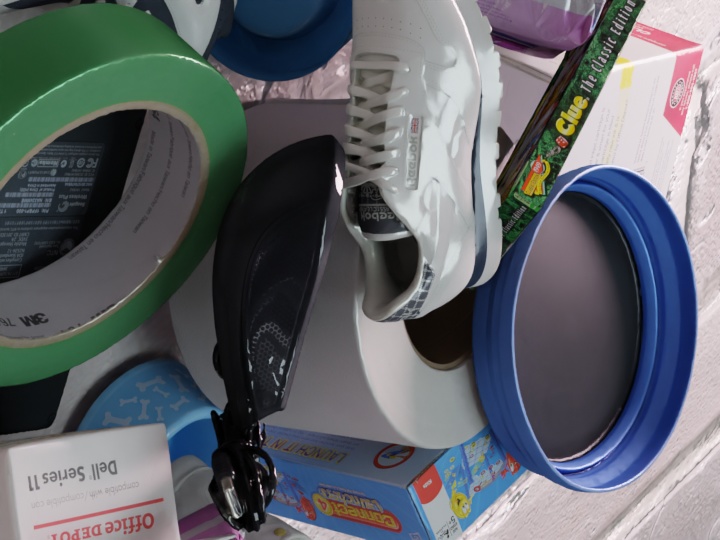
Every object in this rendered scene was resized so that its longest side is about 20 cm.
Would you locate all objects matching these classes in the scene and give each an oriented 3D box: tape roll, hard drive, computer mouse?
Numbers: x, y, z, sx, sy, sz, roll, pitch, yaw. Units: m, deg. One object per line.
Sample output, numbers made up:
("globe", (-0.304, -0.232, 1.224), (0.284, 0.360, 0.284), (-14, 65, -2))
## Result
("tape roll", (-0.148, -0.034, 0.946), (0.200, 0.048, 0.201), (-34, 149, -24))
("tape roll", (0.000, 0.000, 1.150), (0.202, 0.139, 0.203), (-8, 100, -54))
("hard drive", (-0.193, -0.003, 1.021), (0.139, 0.033, 0.201), (-3, 116, -55))
("computer mouse", (-0.056, 0.023, 0.988), (0.139, 0.053, 0.201), (-113, -143, -75))

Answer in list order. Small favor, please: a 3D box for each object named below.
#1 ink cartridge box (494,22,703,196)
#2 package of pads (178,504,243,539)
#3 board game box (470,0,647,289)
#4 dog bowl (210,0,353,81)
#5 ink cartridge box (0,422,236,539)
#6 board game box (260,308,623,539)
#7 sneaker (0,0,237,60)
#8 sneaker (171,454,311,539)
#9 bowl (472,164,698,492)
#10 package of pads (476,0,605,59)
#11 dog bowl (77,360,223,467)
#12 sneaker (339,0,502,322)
("ink cartridge box", (0.152, -0.098, 1.400), (0.200, 0.083, 0.146), (-17, 127, -49))
("package of pads", (-0.133, 0.224, 1.031), (0.200, 0.076, 0.121), (-27, 111, -9))
("board game box", (0.114, -0.089, 1.108), (0.200, 0.023, 0.105), (-60, 180, -32))
("dog bowl", (-0.029, -0.203, 1.043), (0.050, 0.111, 0.201), (-23, 133, -64))
("ink cartridge box", (-0.175, 0.120, 0.981), (0.117, 0.200, 0.068), (-5, 86, -55))
("board game box", (0.035, 0.091, 1.261), (0.196, 0.200, 0.056), (-39, 119, -31))
("sneaker", (-0.127, -0.132, 0.973), (0.199, 0.079, 0.130), (-42, 136, -47))
("sneaker", (-0.076, 0.218, 1.161), (0.074, 0.115, 0.200), (-35, 141, -39))
("bowl", (0.139, 0.035, 1.181), (0.200, 0.039, 0.201), (-2, 93, -48))
("package of pads", (0.080, -0.176, 1.120), (0.200, 0.120, 0.076), (-77, -170, -85))
("dog bowl", (-0.135, 0.156, 1.198), (0.111, 0.050, 0.201), (-12, 122, -51))
("sneaker", (0.024, -0.072, 1.000), (0.080, 0.076, 0.201), (-25, 112, -39))
